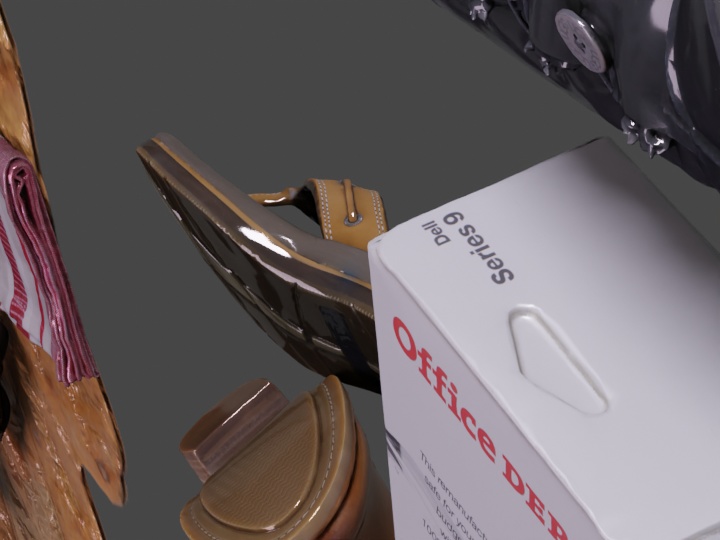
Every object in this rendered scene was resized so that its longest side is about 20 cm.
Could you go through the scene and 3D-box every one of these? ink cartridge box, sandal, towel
[{"bbox_3d":[0.076,0.086,0.767,0.146,0.084,0.201,51,157,39],"label":"ink cartridge box"},{"bbox_3d":[0.000,0.000,0.931,0.200,0.055,0.082,27,154,41],"label":"sandal"},{"bbox_3d":[-0.212,-0.030,1.537,0.200,0.023,0.145,37,146,57],"label":"towel"}]

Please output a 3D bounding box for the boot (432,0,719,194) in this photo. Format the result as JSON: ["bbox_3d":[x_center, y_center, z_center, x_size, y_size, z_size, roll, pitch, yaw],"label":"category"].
[{"bbox_3d":[0.062,-0.095,0.620,0.200,0.065,0.166,-129,24,-48],"label":"boot"}]

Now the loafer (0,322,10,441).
[{"bbox_3d":[-0.267,0.096,1.735,0.200,0.072,0.072,103,174,-62],"label":"loafer"}]

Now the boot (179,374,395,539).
[{"bbox_3d":[0.005,0.119,0.965,0.155,0.077,0.200,49,170,-9],"label":"boot"}]
